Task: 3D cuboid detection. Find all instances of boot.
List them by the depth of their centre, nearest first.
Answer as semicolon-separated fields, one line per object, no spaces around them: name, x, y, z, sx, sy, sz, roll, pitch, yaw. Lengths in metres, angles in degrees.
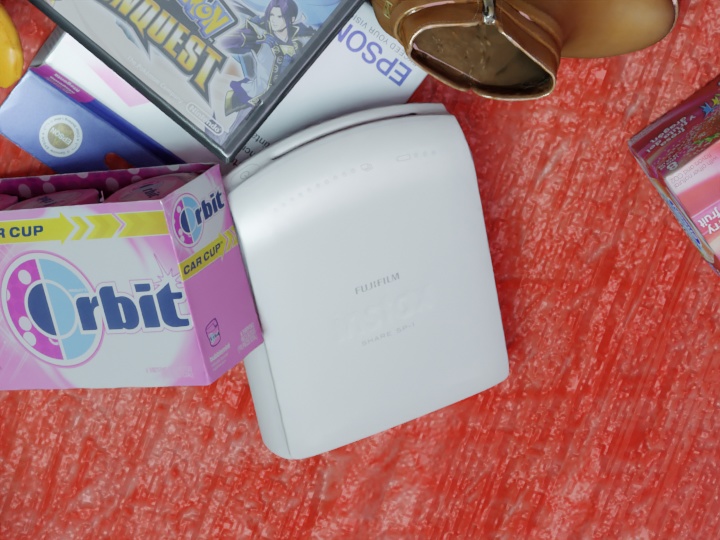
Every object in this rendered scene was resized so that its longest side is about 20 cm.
boot;0.104;-0.140;1.674;0.199;0.155;0.074;4;113;-9

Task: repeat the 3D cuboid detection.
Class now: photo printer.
photo printer;0.000;0.000;1.715;0.166;0.069;0.200;-20;123;-14

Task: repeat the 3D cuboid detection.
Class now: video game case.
video game case;-0.096;-0.194;1.641;0.200;0.026;0.181;39;83;3

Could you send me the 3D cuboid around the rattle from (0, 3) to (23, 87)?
rattle;-0.304;-0.135;1.621;0.199;0.143;0.130;11;122;-19

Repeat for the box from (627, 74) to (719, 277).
box;0.280;-0.087;1.752;0.200;0.095;0.100;-35;109;1

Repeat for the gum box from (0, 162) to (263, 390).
gum box;-0.167;0.006;1.670;0.199;0.066;0.114;-3;110;32

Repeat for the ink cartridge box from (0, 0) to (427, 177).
ink cartridge box;-0.089;-0.109;1.713;0.196;0.043;0.200;34;96;-17
